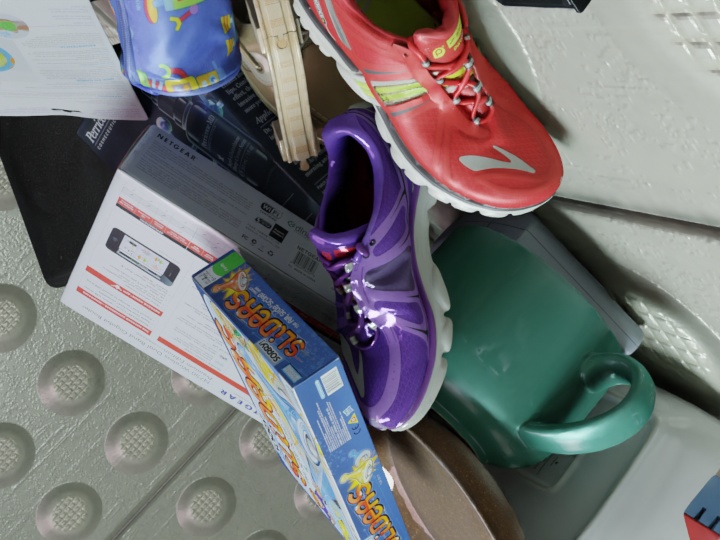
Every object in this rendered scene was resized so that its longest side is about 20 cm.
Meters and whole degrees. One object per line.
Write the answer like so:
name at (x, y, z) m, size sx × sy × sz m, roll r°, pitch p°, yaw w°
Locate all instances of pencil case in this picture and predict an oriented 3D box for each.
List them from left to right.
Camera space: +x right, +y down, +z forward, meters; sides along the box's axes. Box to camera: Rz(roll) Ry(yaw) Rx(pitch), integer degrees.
pencil case at (-0.125, -0.199, 0.657) m, size 0.078 × 0.087 × 0.201 m, roll 28°, pitch 141°, yaw 38°

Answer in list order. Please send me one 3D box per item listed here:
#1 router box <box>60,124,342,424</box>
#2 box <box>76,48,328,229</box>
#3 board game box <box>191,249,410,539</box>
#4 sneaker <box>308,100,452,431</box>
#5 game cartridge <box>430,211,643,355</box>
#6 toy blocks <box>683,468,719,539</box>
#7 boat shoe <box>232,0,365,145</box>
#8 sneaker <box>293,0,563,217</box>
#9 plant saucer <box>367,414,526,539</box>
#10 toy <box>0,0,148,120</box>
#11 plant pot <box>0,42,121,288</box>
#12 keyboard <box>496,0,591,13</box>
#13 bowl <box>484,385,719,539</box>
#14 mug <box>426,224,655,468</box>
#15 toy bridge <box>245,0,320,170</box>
router box at (-0.101, 0.014, 0.804) m, size 0.200 × 0.049 × 0.180 m, roll 33°, pitch 140°, yaw -7°
box at (-0.088, -0.094, 0.836) m, size 0.200 × 0.107 × 0.148 m, roll 46°, pitch 139°, yaw 0°
board game box at (-0.035, 0.096, 0.736) m, size 0.135 × 0.034 × 0.200 m, roll 41°, pitch 158°, yaw 45°
sneaker at (0.000, 0.000, 0.675) m, size 0.080 × 0.083 × 0.201 m, roll 1°, pitch 99°, yaw 38°
game cartridge at (0.119, 0.011, 0.847) m, size 0.133 × 0.042 × 0.200 m, roll 49°, pitch 168°, yaw -7°
toy blocks at (0.247, 0.134, 0.596) m, size 0.100 × 0.137 × 0.200 m, roll 29°, pitch 162°, yaw 49°
boat shoe at (-0.054, -0.158, 0.740) m, size 0.200 × 0.071 × 0.065 m, roll 44°, pitch 168°, yaw 1°
sneaker at (0.038, -0.108, 0.608) m, size 0.200 × 0.077 × 0.085 m, roll 45°, pitch 163°, yaw -7°
plant saucer at (0.055, 0.166, 0.759) m, size 0.200 × 0.037 × 0.201 m, roll 45°, pitch 153°, yaw 30°
toy at (-0.210, -0.157, 0.710) m, size 0.115 × 0.047 × 0.200 m, roll 3°, pitch 164°, yaw 4°
plant pot at (-0.195, -0.110, 1.013) m, size 0.177 × 0.199 × 0.201 m, roll -1°, pitch 110°, yaw 55°
keyboard at (0.038, -0.188, 0.459) m, size 0.200 × 0.021 × 0.127 m, roll 48°, pitch 173°, yaw -26°
bowl at (0.153, 0.153, 0.810) m, size 0.075 × 0.200 × 0.199 m, roll 48°, pitch 166°, yaw -33°
mug at (0.089, 0.061, 0.753) m, size 0.152 × 0.114 × 0.185 m, roll 45°, pitch 168°, yaw -8°
toy bridge at (-0.052, -0.148, 0.665) m, size 0.067 × 0.027 × 0.201 m, roll -113°, pitch 9°, yaw -57°
